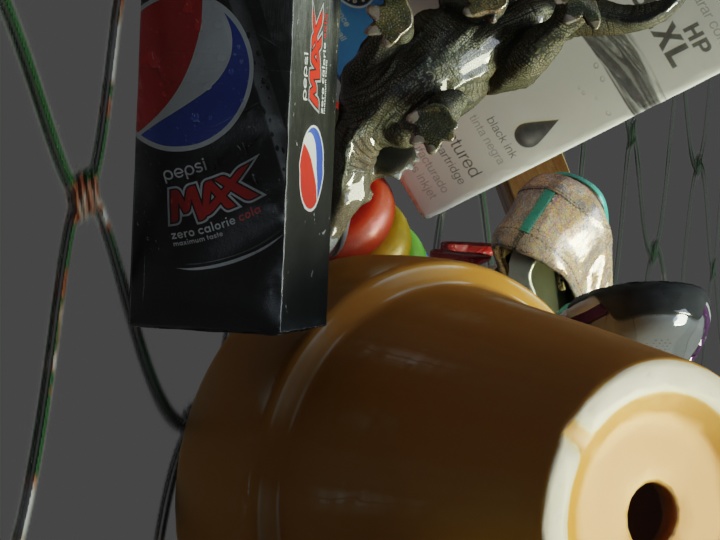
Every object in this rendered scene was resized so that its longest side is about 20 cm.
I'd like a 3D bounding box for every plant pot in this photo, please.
[{"bbox_3d":[0.059,0.095,1.152,0.200,0.183,0.200,-1,91,-39],"label":"plant pot"}]

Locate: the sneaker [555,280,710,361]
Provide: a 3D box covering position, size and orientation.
[{"bbox_3d":[0.112,0.074,1.299,0.200,0.074,0.088,121,-34,-63],"label":"sneaker"}]

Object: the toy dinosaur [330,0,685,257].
[{"bbox_3d":[0.041,-0.089,1.175,0.077,0.200,0.102,53,-9,-4],"label":"toy dinosaur"}]

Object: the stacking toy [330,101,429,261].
[{"bbox_3d":[0.000,0.000,1.291,0.200,0.085,0.085,70,27,-49],"label":"stacking toy"}]

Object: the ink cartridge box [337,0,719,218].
[{"bbox_3d":[0.083,-0.135,1.243,0.145,0.200,0.084,58,23,-12],"label":"ink cartridge box"}]

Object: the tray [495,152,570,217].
[{"bbox_3d":[0.089,-0.056,1.548,0.099,0.037,0.200,71,1,-56],"label":"tray"}]

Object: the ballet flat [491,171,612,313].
[{"bbox_3d":[0.095,0.043,1.429,0.067,0.068,0.200,-48,138,-38],"label":"ballet flat"}]

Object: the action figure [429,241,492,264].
[{"bbox_3d":[0.083,0.089,1.598,0.065,0.099,0.200,-32,126,-75],"label":"action figure"}]

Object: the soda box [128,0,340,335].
[{"bbox_3d":[-0.047,-0.077,1.111,0.071,0.063,0.200,-4,96,-75],"label":"soda box"}]

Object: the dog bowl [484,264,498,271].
[{"bbox_3d":[0.041,0.093,1.474,0.200,0.074,0.200,3,90,-77],"label":"dog bowl"}]
